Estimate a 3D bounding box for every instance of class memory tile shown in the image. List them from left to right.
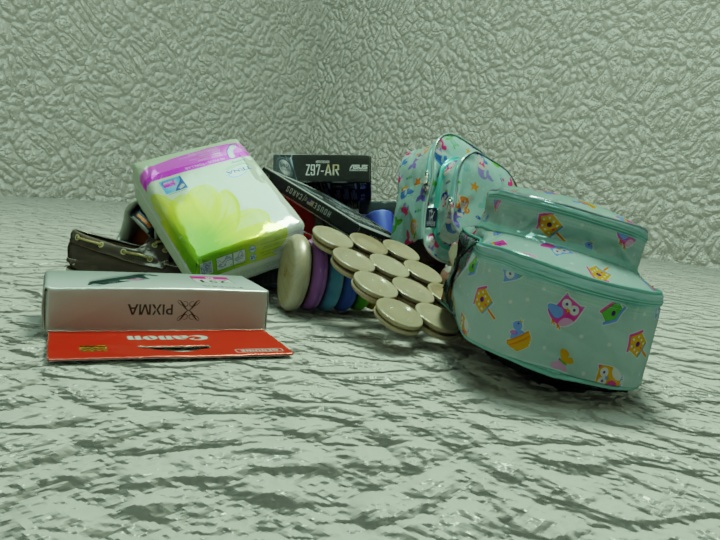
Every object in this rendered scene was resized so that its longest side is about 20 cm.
[{"bbox_3d":[0.041,0.013,0.695,0.150,0.017,0.200,9,26,-36],"label":"memory tile"}]

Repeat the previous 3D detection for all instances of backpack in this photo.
[{"bbox_3d":[0.134,-0.086,0.910,0.174,0.206,0.149,21,-31,-34],"label":"backpack"},{"bbox_3d":[0.165,0.015,0.561,0.171,0.158,0.200,17,17,1],"label":"backpack"}]

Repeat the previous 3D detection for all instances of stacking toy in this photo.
[{"bbox_3d":[0.004,0.016,0.769,0.194,0.088,0.085,9,5,-21],"label":"stacking toy"}]

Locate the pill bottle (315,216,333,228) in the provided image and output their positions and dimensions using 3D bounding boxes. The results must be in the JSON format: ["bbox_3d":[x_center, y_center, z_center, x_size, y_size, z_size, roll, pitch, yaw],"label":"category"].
[{"bbox_3d":[-0.077,-0.057,1.103,0.110,0.118,0.199,8,6,19],"label":"pill bottle"}]

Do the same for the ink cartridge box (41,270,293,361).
[{"bbox_3d":[-0.174,0.035,0.574,0.194,0.045,0.172,2,6,-27],"label":"ink cartridge box"}]

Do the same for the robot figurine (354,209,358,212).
[{"bbox_3d":[-0.008,-0.087,1.360,0.194,0.129,0.150,8,25,19],"label":"robot figurine"}]

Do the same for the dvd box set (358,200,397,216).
[{"bbox_3d":[0.068,-0.065,1.197,0.141,0.030,0.201,0,-25,1],"label":"dvd box set"}]

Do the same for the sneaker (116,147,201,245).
[{"bbox_3d":[-0.267,-0.087,0.907,0.078,0.202,0.079,38,7,13],"label":"sneaker"}]

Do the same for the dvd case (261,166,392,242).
[{"bbox_3d":[-0.036,-0.083,0.934,0.198,0.025,0.149,33,9,32],"label":"dvd case"}]

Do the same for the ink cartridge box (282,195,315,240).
[{"bbox_3d":[-0.144,-0.059,0.944,0.195,0.070,0.115,-12,-18,34],"label":"ink cartridge box"}]

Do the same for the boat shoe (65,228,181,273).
[{"bbox_3d":[-0.266,-0.012,0.808,0.193,0.062,0.072,6,7,0],"label":"boat shoe"}]

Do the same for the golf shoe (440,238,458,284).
[{"bbox_3d":[0.136,0.029,0.795,0.073,0.095,0.200,-5,-17,6],"label":"golf shoe"}]

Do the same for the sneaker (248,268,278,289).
[{"bbox_3d":[-0.172,-0.006,0.882,0.194,0.072,0.082,10,-9,14],"label":"sneaker"}]

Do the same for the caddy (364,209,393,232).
[{"bbox_3d":[0.076,-0.031,1.058,0.137,0.109,0.200,-7,-11,11],"label":"caddy"}]

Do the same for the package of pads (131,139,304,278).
[{"bbox_3d":[-0.174,-0.073,0.806,0.151,0.069,0.201,-19,53,-30],"label":"package of pads"}]

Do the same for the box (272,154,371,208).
[{"bbox_3d":[-0.058,-0.146,1.100,0.154,0.045,0.200,1,-7,2],"label":"box"}]
